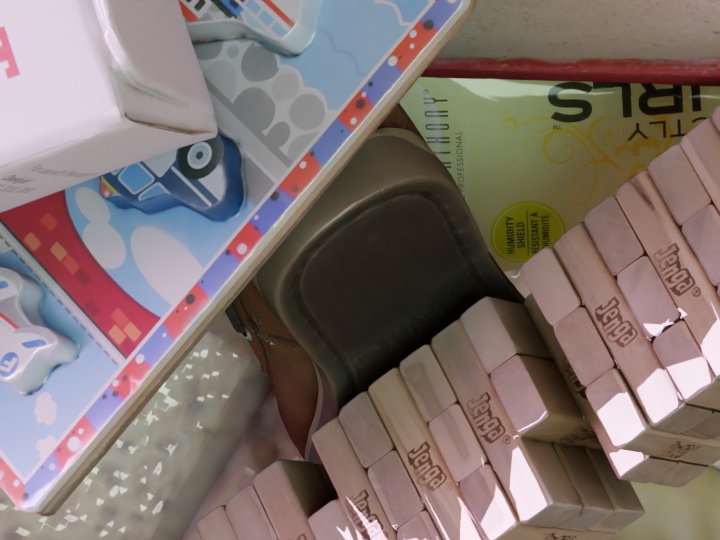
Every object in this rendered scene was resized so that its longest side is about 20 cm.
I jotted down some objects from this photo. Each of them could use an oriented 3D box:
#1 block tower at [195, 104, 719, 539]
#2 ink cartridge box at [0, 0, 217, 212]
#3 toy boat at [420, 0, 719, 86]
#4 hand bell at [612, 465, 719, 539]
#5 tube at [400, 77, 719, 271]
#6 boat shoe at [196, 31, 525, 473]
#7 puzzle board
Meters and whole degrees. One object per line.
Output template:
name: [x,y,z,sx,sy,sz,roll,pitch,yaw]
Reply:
block tower: [0.054,0.029,0.692,0.200,0.058,0.054,-37,156,23]
ink cartridge box: [-0.147,-0.065,0.607,0.199,0.085,0.145,-19,86,11]
toy boat: [0.063,-0.102,0.718,0.199,0.131,0.131,4,78,22]
hand bell: [0.096,0.132,0.752,0.104,0.200,0.105,-3,109,-10]
tube: [0.096,-0.037,0.780,0.199,0.052,0.058,-7,74,-7]
boat shoe: [0.000,0.000,0.730,0.072,0.068,0.200,-30,154,-10]
puzzle board: [-0.086,-0.062,0.672,0.151,0.200,0.017,-50,149,7]
